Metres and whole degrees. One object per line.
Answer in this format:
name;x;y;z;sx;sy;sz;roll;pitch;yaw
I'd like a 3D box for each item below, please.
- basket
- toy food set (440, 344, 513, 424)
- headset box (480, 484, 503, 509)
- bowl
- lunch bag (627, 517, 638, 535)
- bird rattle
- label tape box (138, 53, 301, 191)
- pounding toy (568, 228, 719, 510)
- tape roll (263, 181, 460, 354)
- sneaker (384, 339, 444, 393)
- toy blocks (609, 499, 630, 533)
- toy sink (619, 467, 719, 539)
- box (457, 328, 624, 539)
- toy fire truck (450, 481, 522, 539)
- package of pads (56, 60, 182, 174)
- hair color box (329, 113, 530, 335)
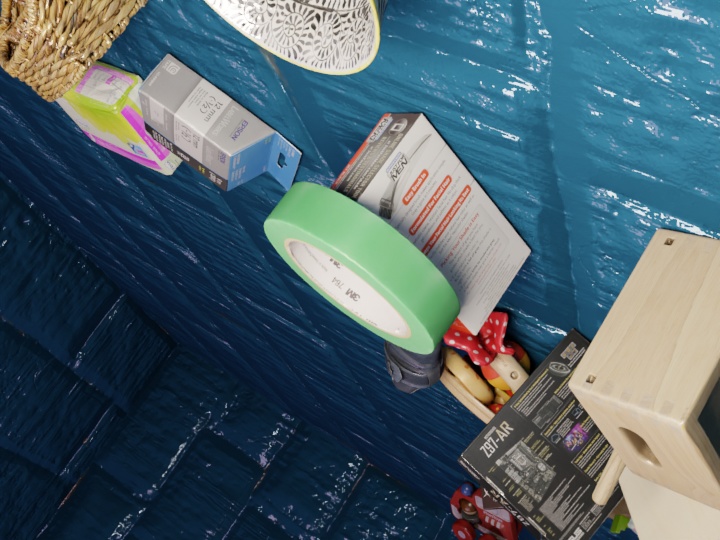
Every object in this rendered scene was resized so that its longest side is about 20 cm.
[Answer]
basket;-0.353;-0.284;0.997;0.149;0.143;0.199;42;162;-25
toy food set;0.183;0.173;1.273;0.199;0.049;0.198;38;-174;5
headset box;0.276;0.264;1.181;0.148;0.078;0.199;8;158;-41
bowl;-0.046;-0.236;0.599;0.200;0.095;0.201;32;164;10
lunch bag;0.439;0.294;1.040;0.199;0.128;0.169;32;166;-32
bird rattle;0.181;0.126;1.160;0.199;0.113;0.163;39;180;-3
label tape box;-0.176;-0.161;1.129;0.199;0.066;0.143;38;164;-1
pounding toy;0.262;0.101;0.757;0.141;0.185;0.200;18;157;46
tape roll;0.000;0.000;0.857;0.199;0.048;0.201;34;166;10
sneaker;0.041;0.069;1.194;0.203;0.076;0.147;52;163;38
toy blocks;0.443;0.354;1.301;0.135;0.101;0.200;23;164;1
toy sink;0.354;0.248;0.873;0.111;0.201;0.131;10;129;-16
box;0.231;0.192;1.008;0.160;0.200;0.044;41;165;12
toy fire truck;0.309;0.606;2.266;0.199;0.112;0.169;21;135;40
package of pads;-0.354;-0.229;1.293;0.199;0.069;0.155;24;161;34
hair color box;0.069;-0.043;0.879;0.200;0.111;0.064;47;162;-31
